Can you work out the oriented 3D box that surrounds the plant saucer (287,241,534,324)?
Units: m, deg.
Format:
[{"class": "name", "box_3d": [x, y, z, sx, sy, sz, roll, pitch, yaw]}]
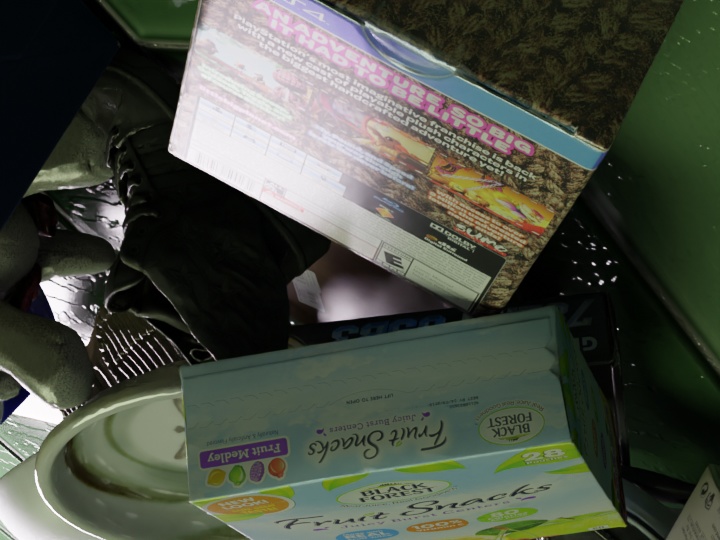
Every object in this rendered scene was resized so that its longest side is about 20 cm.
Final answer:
[{"class": "plant saucer", "box_3d": [0.000, 0.000, 1.225, 0.200, 0.029, 0.200, 25, 159, 10]}]

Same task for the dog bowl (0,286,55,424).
[{"class": "dog bowl", "box_3d": [-0.286, 0.017, 1.448, 0.200, 0.079, 0.200, 31, 148, 22]}]

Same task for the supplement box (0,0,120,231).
[{"class": "supplement box", "box_3d": [-0.267, -0.081, 1.136, 0.200, 0.200, 0.134, 8, 150, 44]}]

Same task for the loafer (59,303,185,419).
[{"class": "loafer", "box_3d": [-0.128, 0.051, 1.446, 0.076, 0.067, 0.200, 57, 142, 5]}]

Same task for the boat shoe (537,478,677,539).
[{"class": "boat shoe", "box_3d": [0.147, 0.184, 1.203, 0.072, 0.071, 0.200, -20, 118, 40]}]

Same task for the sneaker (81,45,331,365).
[{"class": "sneaker", "box_3d": [-0.095, -0.022, 1.133, 0.200, 0.104, 0.060, 39, 157, 16]}]

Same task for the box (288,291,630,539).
[{"class": "box", "box_3d": [0.040, 0.089, 1.213, 0.200, 0.050, 0.199, -7, 148, 4]}]

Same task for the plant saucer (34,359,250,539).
[{"class": "plant saucer", "box_3d": [-0.081, 0.095, 1.297, 0.200, 0.050, 0.200, -3, 148, -2]}]

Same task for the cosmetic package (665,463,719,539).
[{"class": "cosmetic package", "box_3d": [0.177, 0.206, 1.142, 0.105, 0.200, 0.071, 21, -158, -16]}]

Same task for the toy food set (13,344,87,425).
[{"class": "toy food set", "box_3d": [-0.239, 0.033, 1.571, 0.143, 0.060, 0.200, 9, 144, 45]}]

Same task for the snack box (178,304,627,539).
[{"class": "snack box", "box_3d": [0.025, 0.082, 1.055, 0.168, 0.068, 0.200, -10, 161, 11]}]

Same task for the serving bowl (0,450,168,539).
[{"class": "serving bowl", "box_3d": [-0.126, 0.129, 1.437, 0.066, 0.200, 0.200, 64, 162, 12]}]

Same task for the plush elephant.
[{"class": "plush elephant", "box_3d": [-0.209, -0.010, 1.296, 0.200, 0.165, 0.155, 2, 180, 13]}]

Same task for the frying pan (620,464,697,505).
[{"class": "frying pan", "box_3d": [0.219, 0.131, 1.203, 0.190, 0.031, 0.115, 6, 147, 24]}]

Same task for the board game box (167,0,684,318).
[{"class": "board game box", "box_3d": [0.023, -0.084, 0.914, 0.159, 0.097, 0.200, 28, 158, 1]}]

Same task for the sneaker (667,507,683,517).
[{"class": "sneaker", "box_3d": [0.150, 0.168, 1.323, 0.200, 0.087, 0.075, 11, 117, 33]}]
